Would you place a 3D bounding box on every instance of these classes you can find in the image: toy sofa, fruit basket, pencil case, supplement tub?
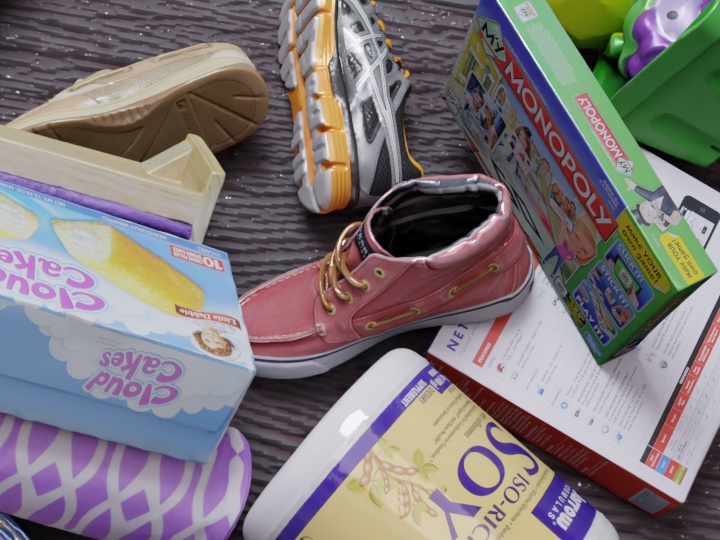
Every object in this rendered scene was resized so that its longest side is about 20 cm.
[{"bbox_3d":[-0.185,-0.047,0.757,0.199,0.083,0.098,15,105,-23],"label":"toy sofa"},{"bbox_3d":[0.190,-0.191,0.868,0.214,0.155,0.217,16,57,-26],"label":"fruit basket"},{"bbox_3d":[-0.154,0.096,0.723,0.199,0.084,0.086,23,31,-26],"label":"pencil case"},{"bbox_3d":[0.051,0.158,0.731,0.200,0.146,0.145,40,70,7],"label":"supplement tub"}]

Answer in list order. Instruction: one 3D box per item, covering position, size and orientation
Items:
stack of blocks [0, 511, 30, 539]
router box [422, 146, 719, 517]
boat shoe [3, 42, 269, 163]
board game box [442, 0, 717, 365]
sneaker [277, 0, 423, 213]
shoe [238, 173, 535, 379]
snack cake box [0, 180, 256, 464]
[{"bbox_3d":[-0.268,0.201,0.716,0.115,0.059,0.200,44,71,8],"label":"stack of blocks"},{"bbox_3d":[0.160,0.022,0.847,0.179,0.049,0.201,31,69,4],"label":"router box"},{"bbox_3d":[-0.158,-0.089,0.839,0.199,0.072,0.065,-19,39,-9],"label":"boat shoe"},{"bbox_3d":[0.118,-0.056,0.771,0.029,0.135,0.201,-25,75,-15],"label":"board game box"},{"bbox_3d":[-0.006,-0.130,0.871,0.077,0.078,0.201,2,73,-21],"label":"sneaker"},{"bbox_3d":[0.000,0.000,0.781,0.199,0.091,0.072,-14,56,8],"label":"shoe"},{"bbox_3d":[-0.162,0.018,0.683,0.199,0.067,0.115,19,25,-25],"label":"snack cake box"}]
